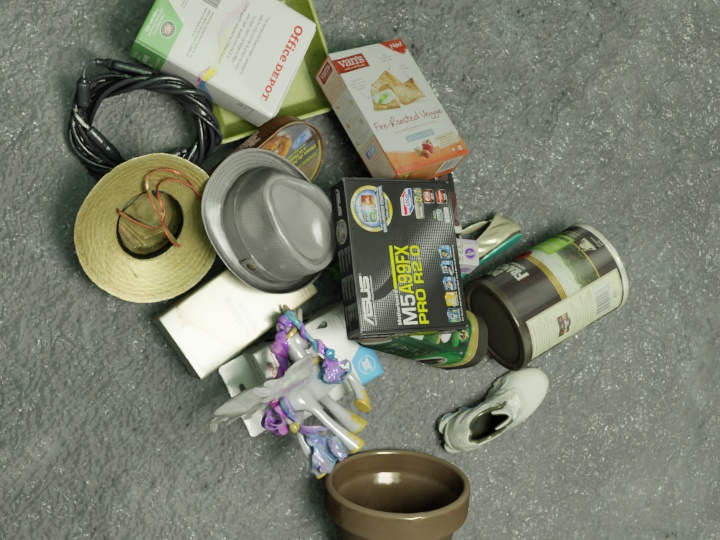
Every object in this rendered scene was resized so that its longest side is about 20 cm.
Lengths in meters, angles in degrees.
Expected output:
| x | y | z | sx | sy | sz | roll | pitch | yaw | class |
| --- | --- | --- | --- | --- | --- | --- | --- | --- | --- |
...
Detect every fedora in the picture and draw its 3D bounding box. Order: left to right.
| x | y | z | sx | sy | sz | roll | pitch | yaw | class |
| --- | --- | --- | --- | --- | --- | --- | --- | --- | --- |
| -0.098 | -0.065 | 1.232 | 0.177 | 0.090 | 0.201 | -49 | 115 | -31 | fedora |

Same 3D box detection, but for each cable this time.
| x | y | z | sx | sy | sz | roll | pitch | yaw | class |
| --- | --- | --- | --- | --- | --- | --- | --- | --- | --- |
| -0.280 | -0.182 | 1.257 | 0.198 | 0.051 | 0.165 | 13 | 107 | -14 | cable |

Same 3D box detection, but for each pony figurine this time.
| x | y | z | sx | sy | sz | roll | pitch | yaw | class |
| --- | --- | --- | --- | --- | --- | --- | --- | --- | --- |
| -0.080 | 0.161 | 1.232 | 0.201 | 0.166 | 0.193 | 54 | 41 | -7 | pony figurine |

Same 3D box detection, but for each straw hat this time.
| x | y | z | sx | sy | sz | roll | pitch | yaw | class |
| --- | --- | --- | --- | --- | --- | --- | --- | --- | --- |
| -0.277 | -0.066 | 1.257 | 0.199 | 0.085 | 0.203 | -8 | 115 | -18 | straw hat |

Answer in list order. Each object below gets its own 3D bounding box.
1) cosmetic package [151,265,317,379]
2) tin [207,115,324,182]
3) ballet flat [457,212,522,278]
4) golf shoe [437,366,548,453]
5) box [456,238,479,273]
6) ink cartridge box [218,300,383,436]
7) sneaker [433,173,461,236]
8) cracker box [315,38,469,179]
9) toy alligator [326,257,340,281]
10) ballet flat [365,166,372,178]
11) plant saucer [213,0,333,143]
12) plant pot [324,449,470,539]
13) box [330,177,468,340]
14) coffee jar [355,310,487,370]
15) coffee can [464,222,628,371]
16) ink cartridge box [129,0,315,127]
| x | y | z | sx | sy | sz | roll | pitch | yaw | class |
| --- | --- | --- | --- | --- | --- | --- | --- | --- | --- |
| -0.170 | 0.047 | 1.303 | 0.200 | 0.073 | 0.104 | -38 | 100 | -19 | cosmetic package |
| -0.135 | -0.128 | 1.315 | 0.200 | 0.042 | 0.112 | -42 | 134 | -16 | tin |
| 0.154 | -0.021 | 1.436 | 0.199 | 0.069 | 0.070 | -36 | 99 | -20 | ballet flat |
| 0.214 | 0.211 | 1.422 | 0.199 | 0.097 | 0.079 | -31 | 96 | -20 | golf shoe |
| 0.069 | -0.029 | 1.353 | 0.198 | 0.041 | 0.039 | 6 | 70 | -16 | box |
| -0.082 | 0.138 | 1.332 | 0.199 | 0.068 | 0.117 | -29 | 97 | -19 | ink cartridge box |
| 0.078 | -0.111 | 1.370 | 0.199 | 0.075 | 0.117 | 9 | 79 | -59 | sneaker |
| 0.043 | -0.216 | 1.328 | 0.133 | 0.058 | 0.201 | -21 | 74 | -34 | cracker box |
| 0.000 | 0.000 | 1.381 | 0.198 | 0.060 | 0.055 | 16 | 39 | -16 | toy alligator |
| 0.041 | -0.130 | 1.398 | 0.072 | 0.068 | 0.202 | 19 | 81 | -38 | ballet flat |
| -0.145 | -0.295 | 1.342 | 0.198 | 0.048 | 0.202 | -20 | 94 | -20 | plant saucer |
| 0.046 | 0.367 | 1.318 | 0.198 | 0.200 | 0.177 | -2 | 105 | -20 | plant pot |
| 0.050 | -0.016 | 1.233 | 0.159 | 0.044 | 0.202 | 0 | 77 | -28 | box |
| 0.088 | 0.083 | 1.346 | 0.199 | 0.104 | 0.086 | 21 | 68 | -44 | coffee jar |
| 0.274 | 0.038 | 1.426 | 0.199 | 0.146 | 0.147 | -28 | 96 | -20 | coffee can |
| -0.179 | -0.302 | 1.259 | 0.199 | 0.084 | 0.146 | 28 | 79 | -16 | ink cartridge box |
